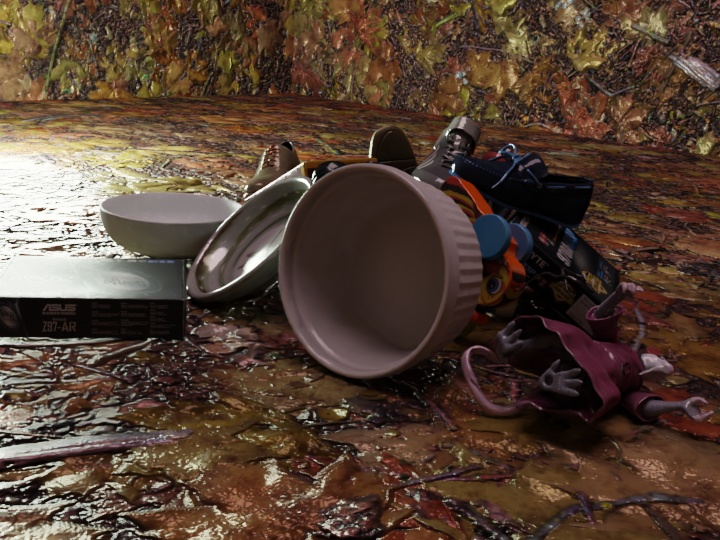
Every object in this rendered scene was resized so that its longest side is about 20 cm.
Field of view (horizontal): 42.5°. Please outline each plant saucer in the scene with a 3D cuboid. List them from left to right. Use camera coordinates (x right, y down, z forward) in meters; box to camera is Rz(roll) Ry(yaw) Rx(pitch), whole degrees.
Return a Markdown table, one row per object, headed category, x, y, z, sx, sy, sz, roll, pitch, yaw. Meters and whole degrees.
| category | x | y | z | sx | sy | sz | roll | pitch | yaw |
| --- | --- | --- | --- | --- | --- | --- | --- | --- | --- |
| plant saucer | -0.119 | -0.026 | 1.103 | 0.199 | 0.050 | 0.201 | -32 | 28 | 19 |

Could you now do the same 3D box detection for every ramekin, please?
| category | x | y | z | sx | sy | sz | roll | pitch | yaw |
| --- | --- | --- | --- | --- | --- | --- | --- | --- | --- |
| ramekin | 0.026 | 0.000 | 0.910 | 0.198 | 0.203 | 0.104 | 14 | 9 | 33 |

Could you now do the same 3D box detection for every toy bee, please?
| category | x | y | z | sx | sy | sz | roll | pitch | yaw |
| --- | --- | --- | --- | --- | --- | --- | --- | --- | --- |
| toy bee | 0.131 | -0.006 | 0.973 | 0.130 | 0.109 | 0.200 | 26 | 18 | -32 |

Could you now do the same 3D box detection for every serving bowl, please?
| category | x | y | z | sx | sy | sz | roll | pitch | yaw |
| --- | --- | --- | --- | --- | --- | --- | --- | --- | --- |
| serving bowl | -0.257 | -0.057 | 1.274 | 0.197 | 0.067 | 0.200 | 4 | 16 | -1 |

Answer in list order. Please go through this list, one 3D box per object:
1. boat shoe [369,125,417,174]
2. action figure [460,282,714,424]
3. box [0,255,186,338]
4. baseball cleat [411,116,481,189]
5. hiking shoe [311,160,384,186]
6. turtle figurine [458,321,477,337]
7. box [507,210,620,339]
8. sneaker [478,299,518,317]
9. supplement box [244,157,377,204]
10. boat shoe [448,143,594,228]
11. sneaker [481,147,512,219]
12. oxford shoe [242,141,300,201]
| category | x | y | z | sx | sy | sz | roll | pitch | yaw |
| --- | --- | --- | --- | --- | --- | --- | --- | --- | --- |
| boat shoe | 0.043 | -0.093 | 1.251 | 0.071 | 0.204 | 0.066 | -17 | 13 | -18 |
| action figure | 0.215 | 0.099 | 0.842 | 0.198 | 0.136 | 0.148 | 6 | -34 | -44 |
| box | -0.288 | 0.027 | 1.002 | 0.197 | 0.044 | 0.160 | 1 | 15 | -11 |
| baseball cleat | 0.109 | -0.141 | 1.161 | 0.069 | 0.107 | 0.200 | 25 | 14 | -5 |
| hiking shoe | 0.002 | -0.093 | 1.100 | 0.074 | 0.088 | 0.199 | -33 | -31 | 23 |
| turtle figurine | 0.074 | -0.010 | 1.039 | 0.198 | 0.064 | 0.163 | 20 | 49 | -31 |
| box | 0.241 | -0.010 | 1.129 | 0.159 | 0.046 | 0.200 | 42 | 22 | 4 |
| sneaker | 0.143 | -0.006 | 1.173 | 0.110 | 0.078 | 0.200 | 15 | 23 | 3 |
| supplement box | -0.064 | -0.081 | 1.235 | 0.109 | 0.087 | 0.199 | -6 | -7 | -30 |
| boat shoe | 0.192 | -0.112 | 1.100 | 0.198 | 0.069 | 0.084 | 12 | 25 | -35 |
| sneaker | 0.146 | -0.072 | 1.230 | 0.097 | 0.202 | 0.071 | -20 | 55 | -39 |
| oxford shoe | -0.139 | -0.151 | 1.411 | 0.069 | 0.076 | 0.200 | -4 | 16 | 10 |
